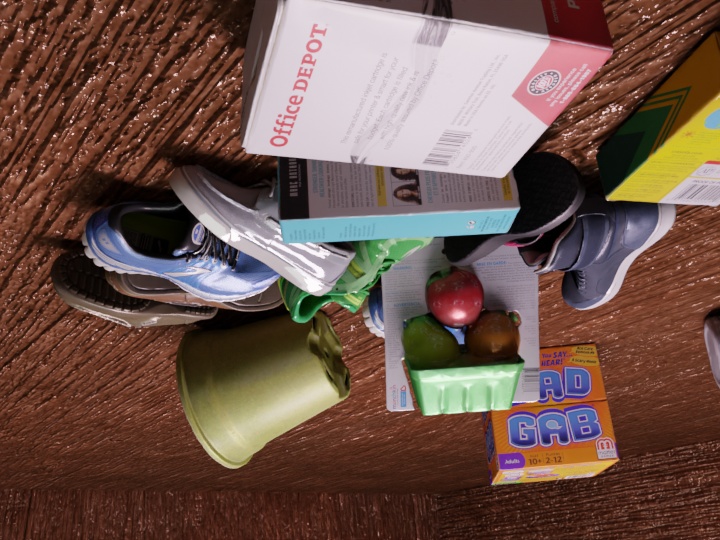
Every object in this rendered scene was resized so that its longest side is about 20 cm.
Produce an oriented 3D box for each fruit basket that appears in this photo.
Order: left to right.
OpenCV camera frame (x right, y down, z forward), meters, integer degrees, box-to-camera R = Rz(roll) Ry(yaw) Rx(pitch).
[{"bbox_3d":[0.115,0.060,0.824,0.183,0.203,0.094,-4,-176,-4],"label":"fruit basket"}]

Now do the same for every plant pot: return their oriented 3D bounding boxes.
[{"bbox_3d":[-0.120,0.142,0.973,0.183,0.202,0.200,-23,153,12],"label":"plant pot"}]

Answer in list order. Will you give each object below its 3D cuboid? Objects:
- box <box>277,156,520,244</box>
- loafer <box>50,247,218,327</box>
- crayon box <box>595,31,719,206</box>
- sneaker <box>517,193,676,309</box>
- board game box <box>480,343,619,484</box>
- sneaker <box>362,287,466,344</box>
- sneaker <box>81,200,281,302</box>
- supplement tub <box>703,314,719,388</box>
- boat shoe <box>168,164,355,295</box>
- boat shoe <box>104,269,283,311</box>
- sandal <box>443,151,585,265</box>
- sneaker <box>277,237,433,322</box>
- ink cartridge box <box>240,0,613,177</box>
[{"bbox_3d":[0.029,-0.073,0.607,0.197,0.083,0.049,-3,157,-3],"label":"box"},{"bbox_3d":[-0.255,0.031,0.801,0.199,0.077,0.067,19,142,-42],"label":"loafer"},{"bbox_3d":[0.301,-0.124,0.578,0.125,0.051,0.200,2,156,-15],"label":"crayon box"},{"bbox_3d":[0.221,-0.015,0.762,0.145,0.078,0.203,-10,149,-16],"label":"sneaker"},{"bbox_3d":[0.327,0.266,1.287,0.197,0.202,0.200,-6,157,3],"label":"board game box"},{"bbox_3d":[0.101,0.061,0.914,0.199,0.079,0.089,15,152,-37],"label":"sneaker"},{"bbox_3d":[-0.160,-0.019,0.688,0.198,0.080,0.089,11,164,-32],"label":"sneaker"},{"bbox_3d":[0.650,0.115,1.099,0.198,0.124,0.123,-12,155,17],"label":"supplement tub"},{"bbox_3d":[-0.084,-0.051,0.665,0.072,0.070,0.200,-46,127,12],"label":"boat shoe"},{"bbox_3d":[-0.175,0.004,0.777,0.198,0.073,0.068,12,169,-36],"label":"boat shoe"},{"bbox_3d":[0.150,-0.055,0.689,0.045,0.076,0.200,10,161,-23],"label":"sandal"},{"bbox_3d":[0.000,0.000,0.758,0.199,0.084,0.074,-27,150,27],"label":"sneaker"},{"bbox_3d":[0.030,-0.138,0.456,0.198,0.084,0.147,3,155,-18],"label":"ink cartridge box"}]
